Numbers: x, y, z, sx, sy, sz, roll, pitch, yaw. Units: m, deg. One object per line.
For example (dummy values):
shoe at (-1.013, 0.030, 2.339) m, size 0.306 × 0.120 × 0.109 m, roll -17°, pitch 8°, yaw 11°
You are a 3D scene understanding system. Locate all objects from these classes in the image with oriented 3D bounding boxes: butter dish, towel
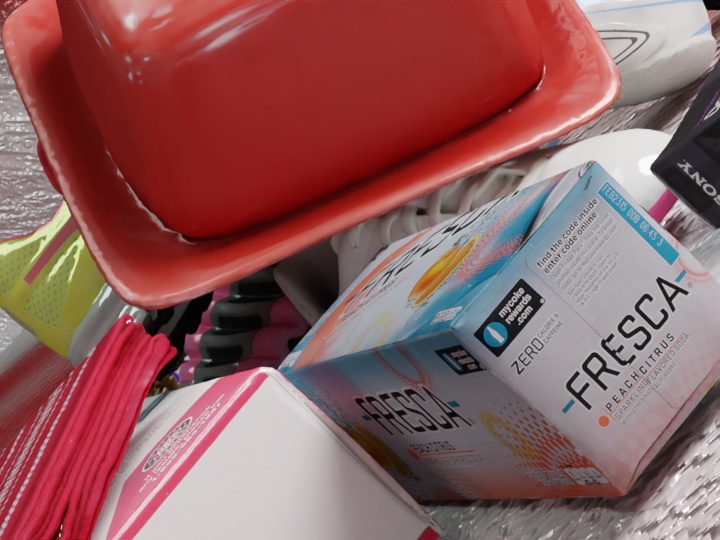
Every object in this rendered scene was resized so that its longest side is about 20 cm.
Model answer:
butter dish at (-0.037, -0.117, 0.770) m, size 0.199 × 0.148 × 0.200 m, roll -23°, pitch 44°, yaw -6°
towel at (-0.137, 0.112, 0.707) m, size 0.200 × 0.022 × 0.145 m, roll -47°, pitch 12°, yaw 27°

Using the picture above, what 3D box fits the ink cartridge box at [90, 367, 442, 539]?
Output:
ink cartridge box at (-0.076, 0.118, 0.736) m, size 0.145 × 0.084 × 0.200 m, roll -50°, pitch 10°, yaw -18°

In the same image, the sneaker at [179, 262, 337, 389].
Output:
sneaker at (0.000, 0.000, 0.923) m, size 0.079 × 0.095 × 0.200 m, roll 14°, pitch 70°, yaw 53°

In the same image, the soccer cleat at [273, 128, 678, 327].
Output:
soccer cleat at (0.034, -0.011, 0.784) m, size 0.200 × 0.086 × 0.070 m, roll -35°, pitch 15°, yaw 52°

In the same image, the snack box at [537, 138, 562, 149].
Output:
snack box at (-0.015, -0.036, 1.027) m, size 0.200 × 0.116 × 0.037 m, roll -43°, pitch 38°, yaw 26°

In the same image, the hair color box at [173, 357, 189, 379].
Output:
hair color box at (-0.134, 0.090, 1.207) m, size 0.200 × 0.065 × 0.109 m, roll -43°, pitch 9°, yaw 14°

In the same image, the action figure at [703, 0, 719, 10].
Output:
action figure at (0.124, -0.216, 0.941) m, size 0.119 × 0.102 × 0.201 m, roll 129°, pitch 142°, yaw -57°

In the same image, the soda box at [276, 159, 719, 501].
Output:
soda box at (0.038, 0.025, 0.655) m, size 0.064 × 0.068 × 0.200 m, roll -49°, pitch 8°, yaw -16°

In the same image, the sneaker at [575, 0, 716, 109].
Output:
sneaker at (0.045, -0.078, 0.859) m, size 0.199 × 0.073 × 0.072 m, roll -22°, pitch -15°, yaw -16°

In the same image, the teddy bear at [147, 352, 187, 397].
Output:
teddy bear at (-0.103, 0.102, 0.910) m, size 0.200 × 0.066 × 0.145 m, roll -72°, pitch -1°, yaw -61°

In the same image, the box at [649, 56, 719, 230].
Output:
box at (0.185, -0.104, 0.658) m, size 0.200 × 0.036 × 0.143 m, roll -35°, pitch 14°, yaw 48°

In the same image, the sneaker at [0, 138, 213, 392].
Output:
sneaker at (-0.081, -0.049, 0.866) m, size 0.200 × 0.090 × 0.078 m, roll -59°, pitch -15°, yaw -32°
